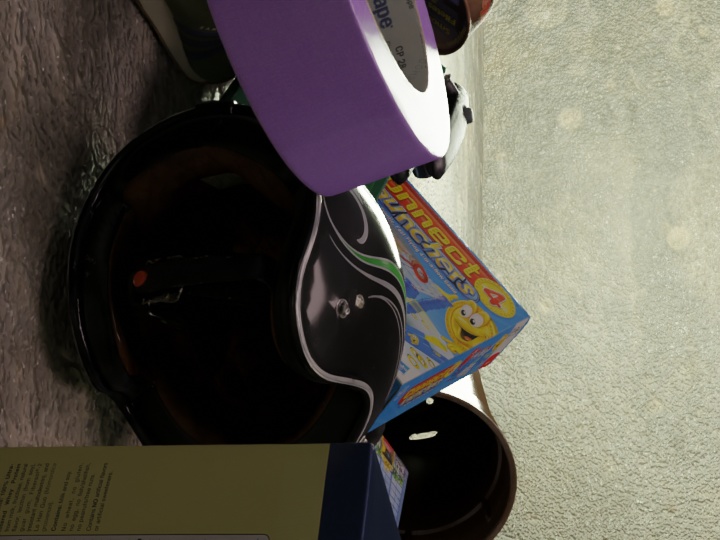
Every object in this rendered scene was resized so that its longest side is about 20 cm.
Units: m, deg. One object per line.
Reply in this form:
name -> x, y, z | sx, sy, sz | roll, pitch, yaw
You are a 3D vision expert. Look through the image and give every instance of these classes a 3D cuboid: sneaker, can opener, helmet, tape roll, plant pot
sneaker -> -0.088, -0.178, 0.958 | 0.200, 0.088, 0.068 | 54, 35, -72
can opener -> 0.056, -0.103, 1.077 | 0.200, 0.063, 0.080 | -74, 145, -73
helmet -> -0.063, 0.023, 0.819 | 0.191, 0.197, 0.203 | 62, 28, -54
tape roll -> -0.018, -0.143, 0.719 | 0.200, 0.065, 0.203 | -19, 90, -75
plant pot -> 0.055, 0.166, 1.453 | 0.199, 0.197, 0.203 | -84, 169, -67

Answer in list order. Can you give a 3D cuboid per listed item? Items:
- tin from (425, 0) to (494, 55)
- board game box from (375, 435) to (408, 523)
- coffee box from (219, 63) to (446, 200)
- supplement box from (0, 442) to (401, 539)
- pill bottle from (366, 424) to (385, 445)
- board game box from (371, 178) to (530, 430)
tin -> -0.002, -0.209, 0.868 | 0.042, 0.199, 0.112 | -44, 161, -25
board game box -> -0.025, 0.219, 1.223 | 0.201, 0.061, 0.202 | 57, 31, -48
coffee box -> -0.024, -0.110, 0.966 | 0.123, 0.044, 0.201 | 39, 47, -14
supplement box -> -0.080, 0.189, 0.654 | 0.201, 0.196, 0.136 | 76, 16, -49
pill bottle -> -0.031, 0.048, 1.085 | 0.201, 0.110, 0.113 | -96, 177, -52
board game box -> 0.000, 0.000, 1.012 | 0.200, 0.056, 0.195 | 48, 31, 13
